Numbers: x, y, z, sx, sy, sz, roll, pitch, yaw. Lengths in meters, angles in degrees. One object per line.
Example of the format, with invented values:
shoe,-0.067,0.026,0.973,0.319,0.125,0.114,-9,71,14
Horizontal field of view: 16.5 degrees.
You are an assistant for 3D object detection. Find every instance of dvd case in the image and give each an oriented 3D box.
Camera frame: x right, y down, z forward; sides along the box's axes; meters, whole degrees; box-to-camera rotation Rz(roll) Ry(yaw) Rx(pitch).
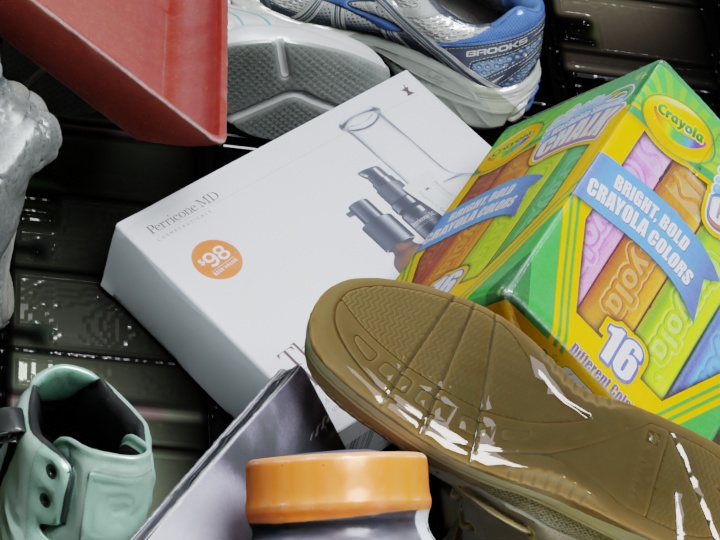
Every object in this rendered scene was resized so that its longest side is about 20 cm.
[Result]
dvd case,-0.046,0.155,0.997,0.016,0.149,0.200,-7,29,40

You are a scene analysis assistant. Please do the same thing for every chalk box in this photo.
chalk box,0.114,-0.005,1.131,0.124,0.125,0.200,45,55,-15

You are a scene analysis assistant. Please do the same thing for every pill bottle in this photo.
pill bottle,-0.005,0.169,0.947,0.106,0.106,0.200,0,84,-18

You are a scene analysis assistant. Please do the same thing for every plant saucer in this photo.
plant saucer,-0.147,-0.153,1.142,0.200,0.037,0.200,38,24,-24

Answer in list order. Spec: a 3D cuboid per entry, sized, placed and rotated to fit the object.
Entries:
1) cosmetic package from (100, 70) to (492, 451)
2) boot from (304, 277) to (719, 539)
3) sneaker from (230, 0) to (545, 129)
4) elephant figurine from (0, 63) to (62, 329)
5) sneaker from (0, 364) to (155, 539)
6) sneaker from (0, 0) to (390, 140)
cosmetic package,0.000,0.000,1.198,0.151,0.052,0.200,42,50,22
boot,0.051,0.092,1.056,0.200,0.155,0.072,27,57,-3
sneaker,0.011,-0.156,1.317,0.200,0.085,0.077,23,46,4
elephant figurine,-0.201,-0.034,1.125,0.142,0.200,0.155,43,75,1
sneaker,-0.107,0.133,0.997,0.074,0.118,0.200,-9,54,-26
sneaker,-0.082,-0.120,1.266,0.200,0.070,0.080,8,44,-11
